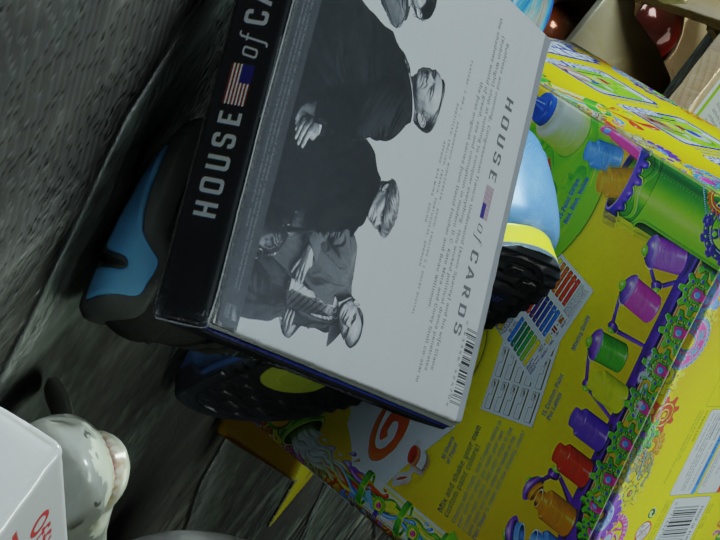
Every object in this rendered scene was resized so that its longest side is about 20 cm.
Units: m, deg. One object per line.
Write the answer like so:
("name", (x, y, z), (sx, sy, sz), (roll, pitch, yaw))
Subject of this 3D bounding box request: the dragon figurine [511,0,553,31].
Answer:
("dragon figurine", (0.043, -0.112, 0.880), (0.201, 0.059, 0.099), (-65, 166, 1))

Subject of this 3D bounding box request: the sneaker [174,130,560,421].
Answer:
("sneaker", (0.000, 0.000, 0.907), (0.200, 0.066, 0.079), (-30, -126, 36))

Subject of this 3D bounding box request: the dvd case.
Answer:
("dvd case", (0.006, -0.036, 0.726), (0.200, 0.025, 0.151), (29, 74, -64))

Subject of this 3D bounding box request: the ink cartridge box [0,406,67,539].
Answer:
("ink cartridge box", (-0.132, 0.093, 0.556), (0.200, 0.066, 0.116), (-55, 171, -24))

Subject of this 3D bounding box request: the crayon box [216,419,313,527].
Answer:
("crayon box", (-0.004, 0.019, 1.119), (0.201, 0.051, 0.127), (-64, 170, 27))

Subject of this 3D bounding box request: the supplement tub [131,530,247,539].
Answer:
("supplement tub", (-0.093, 0.233, 1.029), (0.145, 0.145, 0.201), (-50, 168, -48))

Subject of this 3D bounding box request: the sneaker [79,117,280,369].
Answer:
("sneaker", (-0.033, -0.003, 0.763), (0.073, 0.082, 0.200), (-58, 171, 11))

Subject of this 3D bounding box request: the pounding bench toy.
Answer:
("pounding bench toy", (0.140, -0.124, 1.074), (0.124, 0.156, 0.200), (-51, 137, -12))

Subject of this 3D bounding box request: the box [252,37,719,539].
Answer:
("box", (0.083, 0.024, 0.949), (0.122, 0.192, 0.201), (3, 117, -50))

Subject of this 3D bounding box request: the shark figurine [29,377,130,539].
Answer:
("shark figurine", (-0.112, 0.125, 0.717), (0.089, 0.128, 0.216), (-14, 120, -18))
